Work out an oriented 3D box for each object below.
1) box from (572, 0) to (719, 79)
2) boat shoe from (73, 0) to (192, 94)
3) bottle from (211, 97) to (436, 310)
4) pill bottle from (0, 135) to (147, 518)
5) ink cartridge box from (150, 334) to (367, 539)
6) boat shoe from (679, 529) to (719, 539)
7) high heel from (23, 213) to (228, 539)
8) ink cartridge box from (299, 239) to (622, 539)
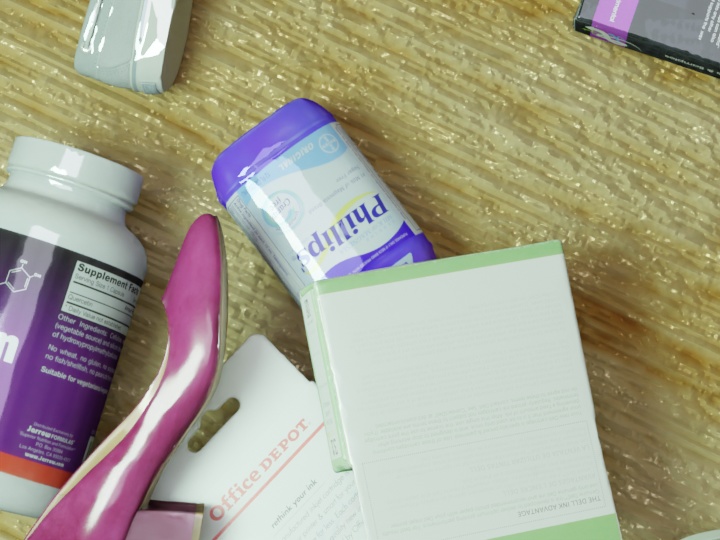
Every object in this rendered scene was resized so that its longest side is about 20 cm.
[{"bbox_3d":[0.240,-0.177,1.210,0.199,0.036,0.144,20,85,7],"label":"box"},{"bbox_3d":[-0.128,-0.206,1.227,0.068,0.072,0.202,9,92,5],"label":"boat shoe"},{"bbox_3d":[0.000,0.000,1.187,0.083,0.065,0.201,-36,82,-7],"label":"bottle"},{"bbox_3d":[-0.188,0.032,1.172,0.112,0.112,0.202,16,84,6],"label":"pill bottle"},{"bbox_3d":[-0.023,0.145,1.168,0.200,0.068,0.115,44,87,8],"label":"ink cartridge box"},{"bbox_3d":[0.157,0.199,1.133,0.200,0.060,0.073,-18,114,-9],"label":"boat shoe"},{"bbox_3d":[-0.124,0.065,1.117,0.095,0.067,0.202,7,84,-4],"label":"high heel"},{"bbox_3d":[0.057,0.093,1.119,0.144,0.048,0.202,-9,84,-15],"label":"ink cartridge box"}]
